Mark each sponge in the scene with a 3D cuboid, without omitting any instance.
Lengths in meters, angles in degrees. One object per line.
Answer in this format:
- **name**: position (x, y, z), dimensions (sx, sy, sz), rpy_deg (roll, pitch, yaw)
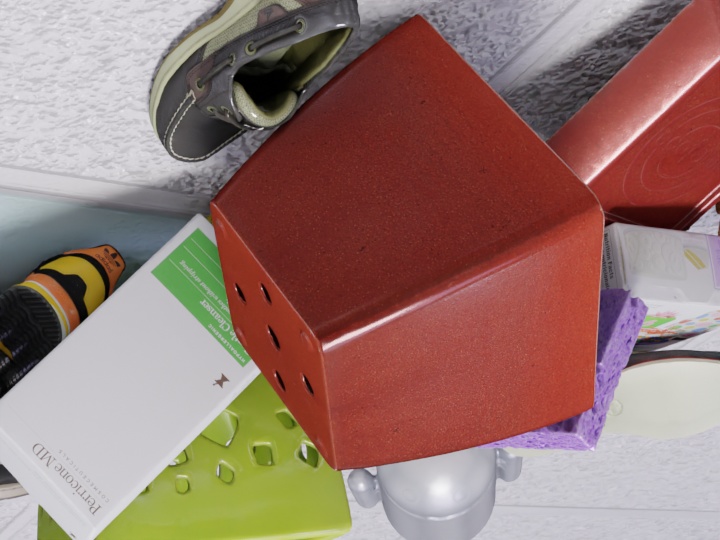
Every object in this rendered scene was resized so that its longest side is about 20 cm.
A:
- **sponge**: position (0.100, 0.070, 1.253), dimensions (0.199, 0.112, 0.030), rpy_deg (-5, 144, 47)

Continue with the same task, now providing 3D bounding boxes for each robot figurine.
- **robot figurine**: position (0.071, 0.191, 1.696), dimensions (0.168, 0.114, 0.201), rpy_deg (-14, 154, -4)

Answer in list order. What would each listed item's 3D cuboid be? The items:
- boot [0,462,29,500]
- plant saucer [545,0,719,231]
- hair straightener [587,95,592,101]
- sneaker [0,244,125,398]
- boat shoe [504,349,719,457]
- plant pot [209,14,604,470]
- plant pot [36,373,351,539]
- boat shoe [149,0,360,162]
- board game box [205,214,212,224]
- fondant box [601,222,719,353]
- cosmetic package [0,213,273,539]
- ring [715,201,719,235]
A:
- **boot**: position (-0.290, 0.071, 1.224), dimensions (0.198, 0.073, 0.152), rpy_deg (9, 109, -12)
- **plant saucer**: position (0.222, -0.090, 1.241), dimensions (0.200, 0.037, 0.199), rpy_deg (-45, 148, 22)
- **hair straightener**: position (0.227, -0.082, 1.320), dimensions (0.076, 0.041, 0.200), rpy_deg (-22, 147, 13)
- **sneaker**: position (-0.227, 0.038, 1.295), dimensions (0.090, 0.070, 0.200), rpy_deg (-38, -177, -32)
- **boat shoe**: position (0.197, 0.092, 1.373), dimensions (0.198, 0.063, 0.072), rpy_deg (-13, 116, 16)
- **plant pot**: position (0.019, 0.003, 1.110), dimensions (0.175, 0.200, 0.201), rpy_deg (-27, 143, -17)
- **plant pot**: position (-0.138, 0.128, 1.359), dimensions (0.198, 0.184, 0.199), rpy_deg (-3, 168, -24)
- **boat shoe**: position (-0.065, -0.116, 1.076), dimensions (0.071, 0.067, 0.201), rpy_deg (6, 147, -36)
- **board game box**: position (-0.006, -0.053, 1.277), dimensions (0.198, 0.030, 0.095), rpy_deg (-23, 154, 22)
- **fondant box**: position (0.179, 0.025, 1.345), dimensions (0.143, 0.059, 0.199), rpy_deg (5, 162, -35)
- **cosmetic package**: position (-0.147, 0.074, 1.202), dimensions (0.200, 0.108, 0.085), rpy_deg (-46, 179, -23)
- **ring**: position (0.296, 0.003, 1.351), dimensions (0.019, 0.203, 0.201), rpy_deg (0, 152, -8)
